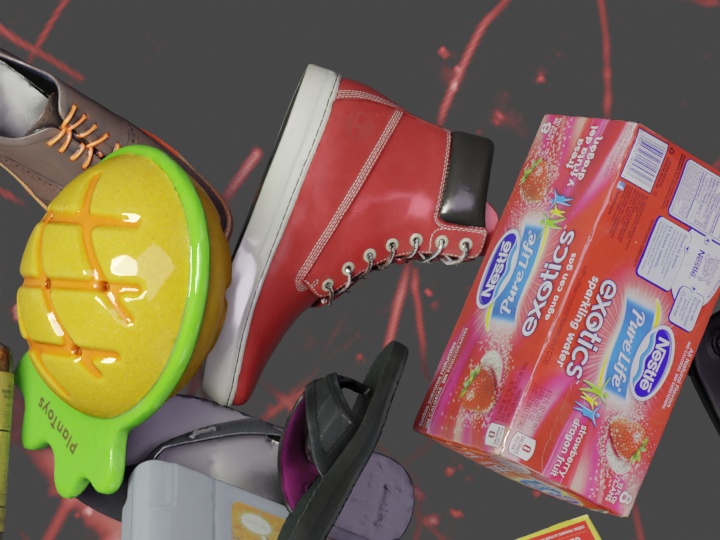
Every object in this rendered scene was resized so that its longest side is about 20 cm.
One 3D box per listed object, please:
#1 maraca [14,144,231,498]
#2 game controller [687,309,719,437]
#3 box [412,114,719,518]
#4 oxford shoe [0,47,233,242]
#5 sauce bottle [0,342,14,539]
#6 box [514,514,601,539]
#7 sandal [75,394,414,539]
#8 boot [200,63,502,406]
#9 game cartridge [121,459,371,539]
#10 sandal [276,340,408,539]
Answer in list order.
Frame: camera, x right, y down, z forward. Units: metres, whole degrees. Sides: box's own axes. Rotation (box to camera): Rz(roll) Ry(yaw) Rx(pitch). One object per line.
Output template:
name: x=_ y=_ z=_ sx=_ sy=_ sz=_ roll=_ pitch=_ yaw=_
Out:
maraca: x=-0.136 y=0.028 z=1.437 sx=0.107 sy=0.137 sz=0.201 roll=6 pitch=119 yaw=-38
game controller: x=0.268 y=0.103 z=1.528 sx=0.104 sy=0.042 sz=0.201 roll=-28 pitch=89 yaw=-8
box: x=0.125 y=0.024 z=1.478 sx=0.099 sy=0.095 sz=0.201 roll=27 pitch=82 yaw=-30
oxford shoe: x=-0.161 y=-0.065 z=1.481 sx=0.199 sy=0.073 sz=0.071 roll=29 pitch=82 yaw=-3
sauce bottle: x=-0.228 y=0.138 z=1.461 sx=0.066 sy=0.066 sz=0.201 roll=6 pitch=84 yaw=-5
box: x=0.130 y=0.226 z=1.437 sx=0.075 sy=0.050 sz=0.200 roll=-18 pitch=43 yaw=-7
sandal: x=-0.067 y=0.112 z=1.491 sx=0.199 sy=0.043 sz=0.077 roll=7 pitch=84 yaw=-5
boot: x=0.000 y=0.000 z=1.496 sx=0.144 sy=0.072 sz=0.201 roll=23 pitch=79 yaw=-5
game cartridge: x=-0.036 y=0.187 z=1.429 sx=0.199 sy=0.133 sz=0.042 roll=23 pitch=121 yaw=-21
sandal: x=-0.022 y=0.098 z=1.432 sx=0.048 sy=0.075 sz=0.201 roll=30 pitch=42 yaw=-2
